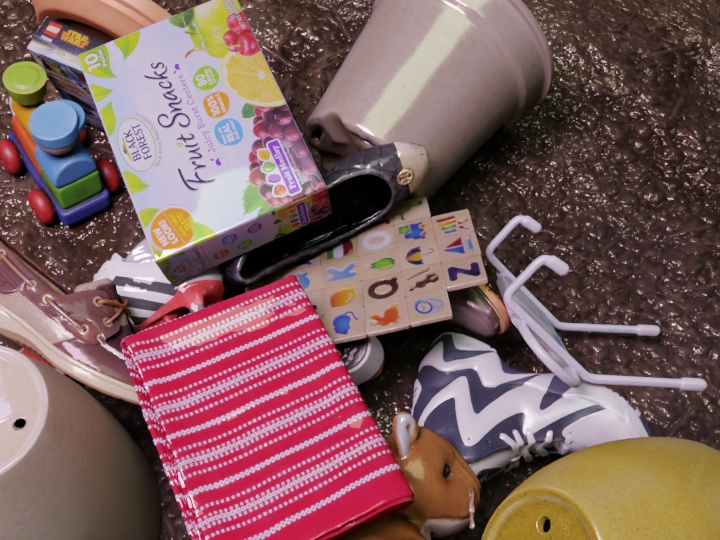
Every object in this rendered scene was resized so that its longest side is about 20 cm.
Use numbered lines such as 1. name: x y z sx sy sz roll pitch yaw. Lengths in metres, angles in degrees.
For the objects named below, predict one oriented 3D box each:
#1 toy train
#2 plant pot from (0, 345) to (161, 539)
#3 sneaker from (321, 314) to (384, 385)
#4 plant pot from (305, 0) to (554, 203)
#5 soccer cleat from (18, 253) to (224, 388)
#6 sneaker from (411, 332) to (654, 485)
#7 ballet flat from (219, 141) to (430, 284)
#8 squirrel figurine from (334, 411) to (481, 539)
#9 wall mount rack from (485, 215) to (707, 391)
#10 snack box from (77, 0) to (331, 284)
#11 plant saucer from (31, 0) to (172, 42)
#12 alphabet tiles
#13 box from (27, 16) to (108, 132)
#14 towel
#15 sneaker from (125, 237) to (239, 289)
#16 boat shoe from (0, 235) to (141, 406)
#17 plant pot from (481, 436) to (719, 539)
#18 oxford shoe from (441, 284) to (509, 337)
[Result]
1. toy train: -0.307 -0.149 0.865 0.084 0.116 0.200 -29 64 -22
2. plant pot: -0.241 0.140 0.634 0.185 0.201 0.189 2 57 -3
3. sneaker: -0.074 0.080 0.776 0.198 0.085 0.074 -2 71 18
4. plant pot: 0.052 -0.161 0.878 0.199 0.201 0.184 32 71 15
5. soccer cleat: -0.206 0.034 0.761 0.198 0.069 0.086 -25 70 6
6. sneaker: 0.124 0.142 0.738 0.198 0.080 0.130 25 59 11
7. ballet flat: -0.025 -0.043 0.769 0.199 0.067 0.057 -31 35 -7
8. squirrel figurine: -0.009 0.189 0.654 0.198 0.142 0.188 16 64 14
9. wall mount rack: 0.184 0.041 0.767 0.174 0.075 0.200 42 14 -13
10. snack box: -0.126 -0.109 0.742 0.141 0.053 0.201 -24 69 -5
11. plant saucer: -0.223 -0.208 0.870 0.198 0.200 0.038 24 75 11
12. alphabet tiles: 0.000 0.000 0.762 0.198 0.006 0.167 -13 37 4
13. box: -0.194 -0.150 0.862 0.198 0.137 0.040 24 74 10
14. towel: -0.067 0.100 0.629 0.143 0.023 0.201 -20 58 -18
15. sneaker: -0.120 -0.029 0.840 0.080 0.071 0.200 42 70 13
16. boat shoe: -0.205 0.038 0.692 0.199 0.072 0.072 28 84 8
17. plant pot: 0.159 0.199 0.604 0.141 0.200 0.202 19 48 -37
18. oxford shoe: 0.034 0.022 0.805 0.199 0.072 0.073 22 57 31
